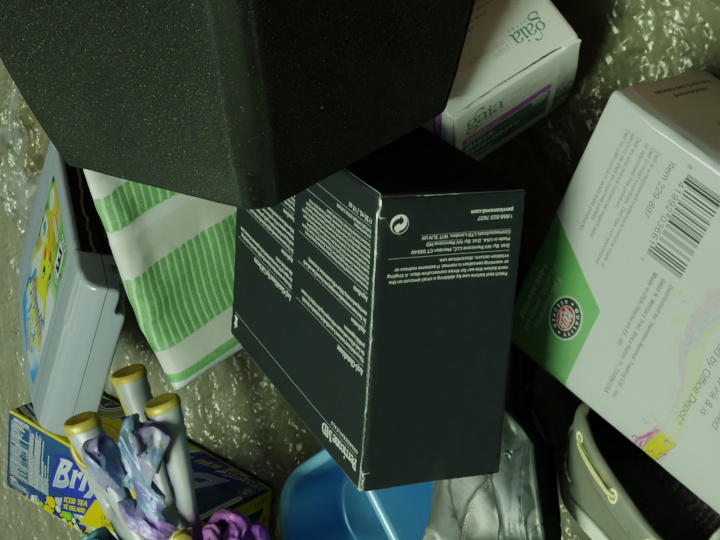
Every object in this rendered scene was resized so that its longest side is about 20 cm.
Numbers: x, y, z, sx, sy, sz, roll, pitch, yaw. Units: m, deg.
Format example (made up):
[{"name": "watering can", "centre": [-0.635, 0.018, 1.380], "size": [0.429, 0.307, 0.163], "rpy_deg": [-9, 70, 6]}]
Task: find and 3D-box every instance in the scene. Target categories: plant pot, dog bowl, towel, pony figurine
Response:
[{"name": "plant pot", "centre": [-0.057, -0.141, 0.690], "size": [0.198, 0.199, 0.179], "rpy_deg": [15, 124, 38]}, {"name": "dog bowl", "centre": [0.024, 0.134, 0.919], "size": [0.200, 0.049, 0.112], "rpy_deg": [-37, 76, 42]}, {"name": "towel", "centre": [-0.074, -0.050, 0.854], "size": [0.023, 0.152, 0.202], "rpy_deg": [25, 138, 45]}, {"name": "pony figurine", "centre": [-0.103, 0.168, 0.899], "size": [0.193, 0.165, 0.202], "rpy_deg": [16, 126, 70]}]

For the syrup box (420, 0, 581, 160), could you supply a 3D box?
[{"name": "syrup box", "centre": [0.022, -0.155, 0.805], "size": [0.201, 0.078, 0.082], "rpy_deg": [55, 170, 15]}]

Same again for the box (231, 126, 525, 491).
[{"name": "box", "centre": [0.000, 0.000, 0.780], "size": [0.200, 0.078, 0.143], "rpy_deg": [-138, 50, -60]}]

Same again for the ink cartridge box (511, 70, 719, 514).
[{"name": "ink cartridge box", "centre": [0.184, 0.024, 0.723], "size": [0.200, 0.087, 0.146], "rpy_deg": [41, 125, 28]}]

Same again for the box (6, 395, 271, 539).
[{"name": "box", "centre": [-0.154, 0.148, 1.068], "size": [0.199, 0.070, 0.065], "rpy_deg": [23, 118, 35]}]

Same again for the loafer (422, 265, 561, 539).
[{"name": "loafer", "centre": [0.057, 0.056, 0.820], "size": [0.071, 0.073, 0.202], "rpy_deg": [-9, 70, 15]}]

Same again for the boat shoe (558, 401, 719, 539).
[{"name": "boat shoe", "centre": [0.174, 0.136, 0.757], "size": [0.201, 0.072, 0.061], "rpy_deg": [40, 150, 35]}]

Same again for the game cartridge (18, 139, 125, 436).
[{"name": "game cartridge", "centre": [-0.193, 0.008, 1.025], "size": [0.201, 0.040, 0.134], "rpy_deg": [-114, 34, -52]}]
